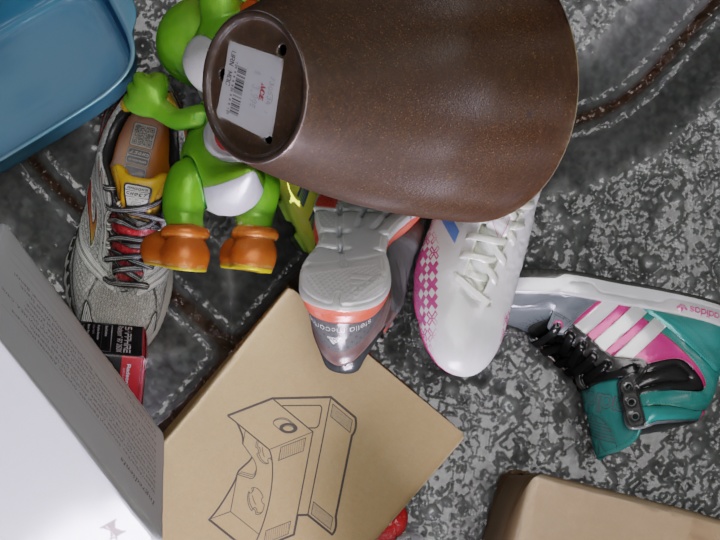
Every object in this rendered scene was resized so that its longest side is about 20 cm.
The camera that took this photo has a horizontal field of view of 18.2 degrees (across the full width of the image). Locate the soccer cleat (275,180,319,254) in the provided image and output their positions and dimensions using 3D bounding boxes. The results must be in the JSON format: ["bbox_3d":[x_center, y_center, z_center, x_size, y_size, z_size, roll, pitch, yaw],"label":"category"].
[{"bbox_3d":[-0.032,-0.104,1.582,0.083,0.065,0.201,-13,86,3],"label":"soccer cleat"}]

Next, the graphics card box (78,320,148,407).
[{"bbox_3d":[-0.249,0.093,1.527,0.199,0.051,0.126,5,116,-7],"label":"graphics card box"}]

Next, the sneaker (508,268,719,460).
[{"bbox_3d":[0.164,0.071,1.593,0.199,0.084,0.121,10,76,-8],"label":"sneaker"}]

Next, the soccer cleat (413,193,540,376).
[{"bbox_3d":[0.084,-0.030,1.526,0.070,0.086,0.201,14,71,-19],"label":"soccer cleat"}]

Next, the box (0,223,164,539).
[{"bbox_3d":[-0.259,0.115,1.435,0.198,0.131,0.200,-28,117,11],"label":"box"}]

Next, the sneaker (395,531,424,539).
[{"bbox_3d":[0.028,0.280,1.538,0.075,0.115,0.201,4,115,30],"label":"sneaker"}]

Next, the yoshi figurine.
[{"bbox_3d":[-0.100,-0.101,1.507,0.111,0.112,0.201,6,94,19],"label":"yoshi figurine"}]

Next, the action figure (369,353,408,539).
[{"bbox_3d":[-0.003,0.123,1.582,0.065,0.052,0.201,-9,92,-2],"label":"action figure"}]

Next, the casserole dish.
[{"bbox_3d":[-0.238,-0.131,1.548,0.199,0.039,0.121,-31,64,2],"label":"casserole dish"}]

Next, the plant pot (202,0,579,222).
[{"bbox_3d":[0.003,-0.117,1.411,0.199,0.186,0.188,-7,86,-45],"label":"plant pot"}]

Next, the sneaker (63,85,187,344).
[{"bbox_3d":[-0.163,-0.038,1.555,0.077,0.082,0.201,5,86,-7],"label":"sneaker"}]

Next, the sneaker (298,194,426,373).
[{"bbox_3d":[0.000,0.000,1.523,0.077,0.200,0.082,8,122,14],"label":"sneaker"}]

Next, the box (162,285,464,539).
[{"bbox_3d":[-0.053,0.137,1.537,0.163,0.021,0.200,40,92,-14],"label":"box"}]

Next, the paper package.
[{"bbox_3d":[0.168,0.256,1.568,0.190,0.103,0.201,15,84,-7],"label":"paper package"}]
